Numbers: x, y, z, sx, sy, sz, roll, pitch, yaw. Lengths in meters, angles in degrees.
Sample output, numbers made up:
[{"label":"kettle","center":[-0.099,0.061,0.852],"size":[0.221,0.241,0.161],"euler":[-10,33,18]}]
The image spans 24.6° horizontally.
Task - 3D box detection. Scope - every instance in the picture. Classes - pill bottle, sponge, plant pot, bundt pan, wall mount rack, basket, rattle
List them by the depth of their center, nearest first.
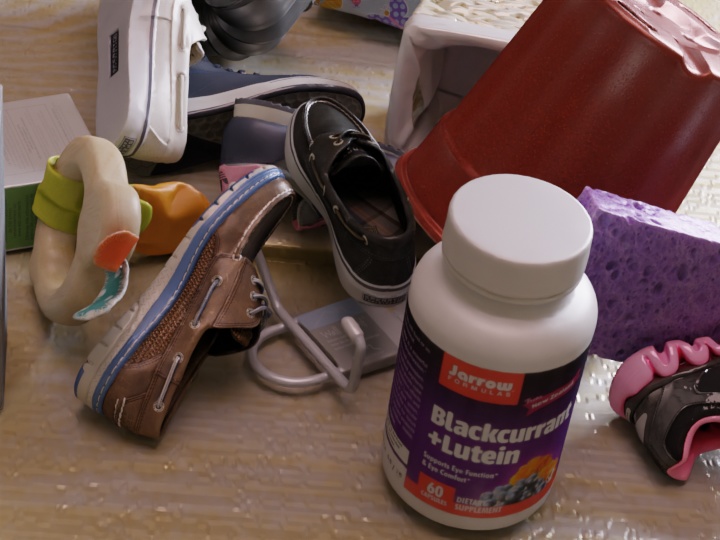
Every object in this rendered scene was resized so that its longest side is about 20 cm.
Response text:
[{"label":"pill bottle","center":[0.079,0.048,0.986],"size":[0.110,0.201,0.112],"euler":[5,38,-4]},{"label":"rattle","center":[-0.137,-0.010,1.081],"size":[0.142,0.131,0.200],"euler":[29,-10,-28]},{"label":"sponge","center":[0.198,0.014,1.089],"size":[0.199,0.112,0.030],"euler":[13,35,-29]},{"label":"plant pot","center":[0.156,-0.097,1.143],"size":[0.200,0.196,0.201],"euler":[27,25,-14]},{"label":"wall mount rack","center":[0.000,0.000,1.143],"size":[0.199,0.075,0.174],"euler":[-17,45,-30]},{"label":"basket","center":[0.129,-0.141,1.299],"size":[0.198,0.136,0.124],"euler":[12,34,5]},{"label":"bundt pan","center":[-0.135,-0.242,1.339],"size":[0.200,0.202,0.076],"euler":[21,70,14]}]

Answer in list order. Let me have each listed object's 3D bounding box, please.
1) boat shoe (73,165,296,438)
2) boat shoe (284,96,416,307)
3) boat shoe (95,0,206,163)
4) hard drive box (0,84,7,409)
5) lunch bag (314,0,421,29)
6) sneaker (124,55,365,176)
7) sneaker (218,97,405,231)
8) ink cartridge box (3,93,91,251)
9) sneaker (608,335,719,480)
[{"label":"boat shoe","center":[-0.096,0.023,1.071],"size":[0.072,0.072,0.200],"euler":[35,76,10]},{"label":"boat shoe","center":[-0.002,-0.061,1.118],"size":[0.068,0.057,0.201],"euler":[-5,43,-18]},{"label":"boat shoe","center":[-0.149,-0.172,1.220],"size":[0.069,0.071,0.202],"euler":[15,62,-34]},{"label":"hard drive box","center":[-0.294,-0.012,1.000],"size":[0.154,0.201,0.077],"euler":[1,38,-11]},{"label":"lunch bag","center":[0.062,-0.302,1.492],"size":[0.168,0.128,0.200],"euler":[19,33,9]},{"label":"sneaker","center":[-0.107,-0.152,1.308],"size":[0.201,0.077,0.147],"euler":[-7,44,-17]},{"label":"sneaker","center":[-0.012,-0.060,1.236],"size":[0.198,0.083,0.070],"euler":[19,-7,-9]},{"label":"ink cartridge box","center":[-0.287,-0.062,1.176],"size":[0.198,0.060,0.104],"euler":[-11,42,-23]},{"label":"sneaker","center":[0.268,0.078,1.083],"size":[0.199,0.079,0.096],"euler":[-22,51,0]}]
